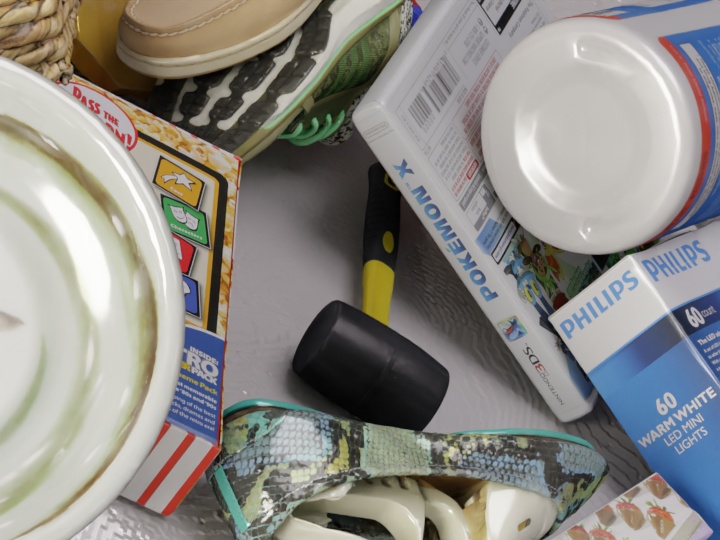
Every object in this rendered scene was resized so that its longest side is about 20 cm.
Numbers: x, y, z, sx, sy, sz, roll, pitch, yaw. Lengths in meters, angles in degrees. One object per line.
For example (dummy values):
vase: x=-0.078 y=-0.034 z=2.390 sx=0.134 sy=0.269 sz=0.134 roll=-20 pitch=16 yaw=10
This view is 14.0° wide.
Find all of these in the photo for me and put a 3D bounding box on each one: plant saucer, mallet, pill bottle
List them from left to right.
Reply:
plant saucer: x=-0.165 y=0.018 z=1.074 sx=0.199 sy=0.050 sz=0.201 roll=3 pitch=78 yaw=-16
mallet: x=0.000 y=0.000 z=1.348 sx=0.066 sy=0.041 sz=0.200 roll=29 pitch=28 yaw=-22
pill bottle: x=0.149 y=-0.076 z=1.424 sx=0.112 sy=0.112 sz=0.200 roll=47 pitch=28 yaw=15

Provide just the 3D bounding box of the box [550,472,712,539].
box: x=0.086 y=0.138 z=1.248 sx=0.039 sy=0.041 sz=0.200 roll=46 pitch=31 yaw=14

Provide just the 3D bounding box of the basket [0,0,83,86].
basket: x=-0.195 y=-0.176 z=1.219 sx=0.142 sy=0.150 sz=0.200 roll=-8 pitch=38 yaw=6

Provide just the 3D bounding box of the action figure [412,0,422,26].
action figure: x=0.058 y=-0.089 z=1.495 sx=0.065 sy=0.052 sz=0.201 roll=14 pitch=50 yaw=-39

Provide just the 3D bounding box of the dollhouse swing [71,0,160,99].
dollhouse swing: x=-0.119 y=-0.175 z=1.451 sx=0.199 sy=0.177 sz=0.181 roll=2 pitch=4 yaw=-44

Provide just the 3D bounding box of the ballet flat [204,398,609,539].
ballet flat: x=0.024 y=0.101 z=1.214 sx=0.199 sy=0.074 sz=0.074 roll=7 pitch=42 yaw=-31

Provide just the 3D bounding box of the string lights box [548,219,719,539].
string lights box: x=0.185 y=0.079 z=1.376 sx=0.200 sy=0.059 sz=0.103 roll=56 pitch=32 yaw=10

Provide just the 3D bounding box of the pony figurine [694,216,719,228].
pony figurine: x=0.276 y=-0.009 z=1.562 sx=0.193 sy=0.166 sz=0.200 roll=55 pitch=11 yaw=-42

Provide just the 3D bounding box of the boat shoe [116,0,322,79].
boat shoe: x=-0.037 y=-0.162 z=1.352 sx=0.074 sy=0.069 sz=0.200 roll=29 pitch=54 yaw=35

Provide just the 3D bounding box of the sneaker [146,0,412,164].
sneaker: x=-0.024 y=-0.086 z=1.386 sx=0.077 sy=0.089 sz=0.200 roll=14 pitch=46 yaw=36

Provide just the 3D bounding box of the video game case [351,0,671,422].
video game case: x=0.081 y=-0.050 z=1.433 sx=0.183 sy=0.022 sz=0.200 roll=55 pitch=32 yaw=-15

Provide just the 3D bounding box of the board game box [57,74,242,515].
board game box: x=-0.127 y=-0.008 z=1.211 sx=0.151 sy=0.046 sz=0.200 roll=27 pitch=33 yaw=-17
